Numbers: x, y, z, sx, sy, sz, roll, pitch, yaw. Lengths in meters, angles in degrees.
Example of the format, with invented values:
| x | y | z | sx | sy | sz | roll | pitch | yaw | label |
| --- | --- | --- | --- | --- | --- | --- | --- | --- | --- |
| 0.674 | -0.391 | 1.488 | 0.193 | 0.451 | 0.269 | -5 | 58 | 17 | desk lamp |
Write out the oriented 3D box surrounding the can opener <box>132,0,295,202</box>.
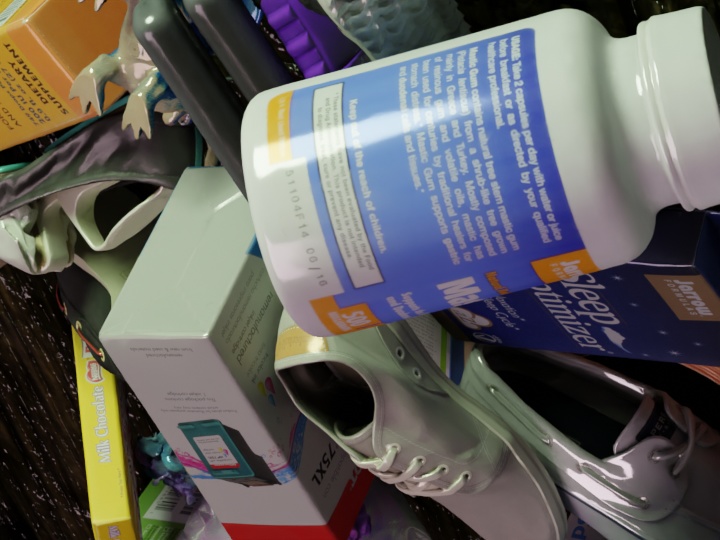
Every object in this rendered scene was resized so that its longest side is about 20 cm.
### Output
| x | y | z | sx | sy | sz | roll | pitch | yaw | label |
| --- | --- | --- | --- | --- | --- | --- | --- | --- | --- |
| -0.038 | -0.061 | 1.373 | 0.053 | 0.067 | 0.200 | -27 | 119 | 12 | can opener |

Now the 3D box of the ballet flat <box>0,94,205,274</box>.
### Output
| x | y | z | sx | sy | sz | roll | pitch | yaw | label |
| --- | --- | --- | --- | --- | --- | --- | --- | --- | --- |
| -0.160 | -0.038 | 1.542 | 0.200 | 0.068 | 0.069 | -21 | 83 | 39 | ballet flat |

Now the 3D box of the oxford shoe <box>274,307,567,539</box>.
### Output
| x | y | z | sx | sy | sz | roll | pitch | yaw | label |
| --- | --- | --- | --- | --- | --- | --- | --- | --- | --- |
| 0.025 | 0.081 | 1.402 | 0.075 | 0.058 | 0.200 | -14 | 129 | 43 | oxford shoe |

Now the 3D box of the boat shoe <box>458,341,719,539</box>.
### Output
| x | y | z | sx | sy | sz | roll | pitch | yaw | label |
| --- | --- | --- | --- | --- | --- | --- | --- | --- | --- |
| 0.136 | 0.092 | 1.422 | 0.200 | 0.074 | 0.065 | 22 | 141 | 13 | boat shoe |

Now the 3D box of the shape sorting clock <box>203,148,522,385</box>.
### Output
| x | y | z | sx | sy | sz | roll | pitch | yaw | label |
| --- | --- | --- | --- | --- | --- | --- | --- | --- | --- |
| 0.000 | 0.000 | 1.507 | 0.200 | 0.039 | 0.200 | 26 | 143 | 22 | shape sorting clock |

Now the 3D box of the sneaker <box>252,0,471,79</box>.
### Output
| x | y | z | sx | sy | sz | roll | pitch | yaw | label |
| --- | --- | --- | --- | --- | --- | --- | --- | --- | --- |
| -0.005 | -0.114 | 1.337 | 0.099 | 0.070 | 0.200 | 33 | 156 | 36 | sneaker |

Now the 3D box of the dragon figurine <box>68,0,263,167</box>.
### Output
| x | y | z | sx | sy | sz | roll | pitch | yaw | label |
| --- | --- | --- | --- | --- | --- | --- | --- | --- | --- |
| -0.086 | -0.128 | 1.400 | 0.059 | 0.099 | 0.200 | 24 | 129 | 25 | dragon figurine |

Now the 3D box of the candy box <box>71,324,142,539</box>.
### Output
| x | y | z | sx | sy | sz | roll | pitch | yaw | label |
| --- | --- | --- | --- | --- | --- | --- | --- | --- | --- |
| -0.143 | 0.087 | 1.653 | 0.026 | 0.200 | 0.102 | -9 | 143 | -1 | candy box |

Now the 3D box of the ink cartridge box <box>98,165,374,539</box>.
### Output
| x | y | z | sx | sy | sz | roll | pitch | yaw | label |
| --- | --- | --- | --- | --- | --- | --- | --- | --- | --- |
| -0.039 | 0.057 | 1.451 | 0.067 | 0.116 | 0.200 | -2 | 137 | 31 | ink cartridge box |

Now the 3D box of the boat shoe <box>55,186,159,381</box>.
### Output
| x | y | z | sx | sy | sz | roll | pitch | yaw | label |
| --- | --- | --- | --- | --- | --- | --- | --- | --- | --- |
| -0.109 | 0.027 | 1.569 | 0.201 | 0.074 | 0.063 | 48 | 152 | 48 | boat shoe |

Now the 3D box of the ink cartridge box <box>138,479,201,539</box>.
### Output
| x | y | z | sx | sy | sz | roll | pitch | yaw | label |
| --- | --- | --- | --- | --- | --- | --- | --- | --- | --- |
| -0.076 | 0.227 | 1.798 | 0.076 | 0.148 | 0.200 | 3 | 137 | 43 | ink cartridge box |

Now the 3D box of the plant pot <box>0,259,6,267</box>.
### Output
| x | y | z | sx | sy | sz | roll | pitch | yaw | label |
| --- | --- | --- | --- | --- | --- | --- | --- | --- | --- |
| -0.354 | -0.025 | 1.666 | 0.200 | 0.177 | 0.200 | 51 | 163 | -22 | plant pot |

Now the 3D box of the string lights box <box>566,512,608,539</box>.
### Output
| x | y | z | sx | sy | sz | roll | pitch | yaw | label |
| --- | --- | --- | --- | --- | --- | --- | --- | --- | --- |
| 0.203 | 0.182 | 1.493 | 0.200 | 0.059 | 0.103 | 8 | 152 | 30 | string lights box |

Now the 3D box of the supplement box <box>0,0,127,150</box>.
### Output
| x | y | z | sx | sy | sz | roll | pitch | yaw | label |
| --- | --- | --- | --- | --- | --- | --- | --- | --- | --- |
| -0.182 | -0.105 | 1.529 | 0.067 | 0.069 | 0.200 | 50 | 151 | -17 | supplement box |

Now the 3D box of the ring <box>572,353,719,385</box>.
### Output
| x | y | z | sx | sy | sz | roll | pitch | yaw | label |
| --- | --- | --- | --- | --- | --- | --- | --- | --- | --- |
| 0.164 | 0.080 | 1.468 | 0.200 | 0.019 | 0.201 | 28 | 149 | 18 | ring |

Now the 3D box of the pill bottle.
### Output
| x | y | z | sx | sy | sz | roll | pitch | yaw | label |
| --- | --- | --- | --- | --- | --- | --- | --- | --- | --- |
| 0.059 | -0.046 | 1.242 | 0.200 | 0.112 | 0.112 | -14 | 131 | 14 | pill bottle |

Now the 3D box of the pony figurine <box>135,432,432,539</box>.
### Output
| x | y | z | sx | sy | sz | roll | pitch | yaw | label |
| --- | --- | --- | --- | --- | --- | --- | --- | --- | --- |
| -0.054 | 0.130 | 1.646 | 0.193 | 0.166 | 0.200 | 63 | 170 | 6 | pony figurine |

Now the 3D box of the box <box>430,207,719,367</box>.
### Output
| x | y | z | sx | sy | sz | roll | pitch | yaw | label |
| --- | --- | --- | --- | --- | --- | --- | --- | --- | --- |
| 0.111 | 0.005 | 1.336 | 0.200 | 0.032 | 0.121 | 3 | 158 | 28 | box |
